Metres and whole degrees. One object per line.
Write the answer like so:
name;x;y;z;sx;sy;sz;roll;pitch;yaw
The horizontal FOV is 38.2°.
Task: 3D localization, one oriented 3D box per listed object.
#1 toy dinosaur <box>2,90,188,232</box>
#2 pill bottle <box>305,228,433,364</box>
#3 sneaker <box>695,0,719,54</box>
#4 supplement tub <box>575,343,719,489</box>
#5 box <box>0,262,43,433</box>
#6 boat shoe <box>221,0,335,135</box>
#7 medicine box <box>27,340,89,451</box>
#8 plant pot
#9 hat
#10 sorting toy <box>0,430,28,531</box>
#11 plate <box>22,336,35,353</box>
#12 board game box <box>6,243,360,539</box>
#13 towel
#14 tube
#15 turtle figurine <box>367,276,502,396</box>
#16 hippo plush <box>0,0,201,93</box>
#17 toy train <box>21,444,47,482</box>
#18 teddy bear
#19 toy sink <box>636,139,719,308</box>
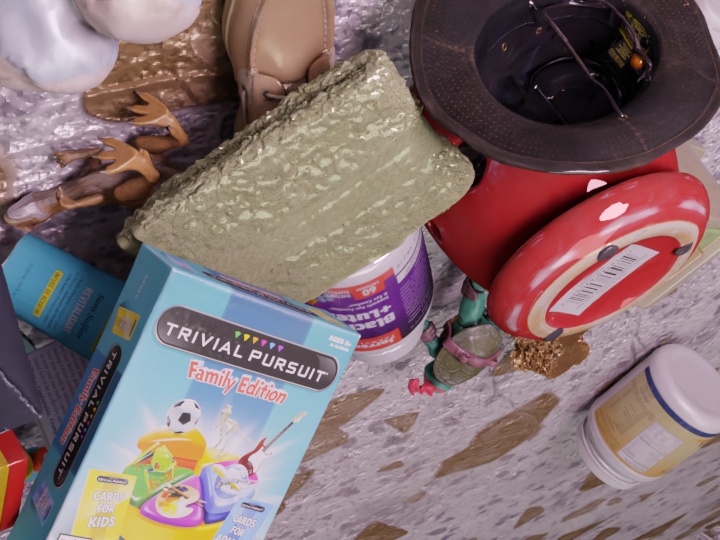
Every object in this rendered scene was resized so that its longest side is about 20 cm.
toy dinosaur;-0.129;-0.060;0.674;0.199;0.061;0.106;1;152;-5
pill bottle;0.000;0.000;0.825;0.111;0.112;0.200;-25;152;-2
sneaker;0.249;-0.176;0.786;0.080;0.071;0.201;-20;152;-9
supplement tub;0.423;0.216;1.510;0.144;0.145;0.200;0;142;-40
box;-0.285;0.004;0.499;0.196;0.201;0.124;-22;151;-10
boat shoe;-0.042;-0.113;0.649;0.071;0.065;0.200;-18;151;-15
medicine box;-0.133;0.081;0.812;0.199;0.103;0.182;-26;170;-3
plant pot;0.146;-0.061;0.779;0.199;0.183;0.201;-22;154;-11
hat;0.121;-0.120;0.657;0.200;0.201;0.081;-18;155;-16
sorting toy;-0.287;0.115;0.666;0.069;0.199;0.201;-17;143;-38
plate;-0.346;0.104;0.800;0.199;0.026;0.201;-20;150;-12
board game box;-0.106;0.103;0.647;0.151;0.047;0.201;22;96;-40
towel;-0.037;-0.043;0.650;0.199;0.037;0.148;-33;140;12
tube;-0.148;0.046;0.698;0.078;0.199;0.050;-60;-172;6
turtle figurine;0.102;0.056;1.031;0.149;0.101;0.200;3;134;-43
hippo plush;-0.140;-0.168;0.377;0.200;0.160;0.161;-37;151;20
toy train;-0.362;0.195;0.916;0.199;0.056;0.150;-25;171;-16
teddy bear;0.212;0.037;1.133;0.145;0.067;0.200;-36;146;-3
toy sink;0.260;-0.043;0.947;0.130;0.112;0.199;-43;156;29
